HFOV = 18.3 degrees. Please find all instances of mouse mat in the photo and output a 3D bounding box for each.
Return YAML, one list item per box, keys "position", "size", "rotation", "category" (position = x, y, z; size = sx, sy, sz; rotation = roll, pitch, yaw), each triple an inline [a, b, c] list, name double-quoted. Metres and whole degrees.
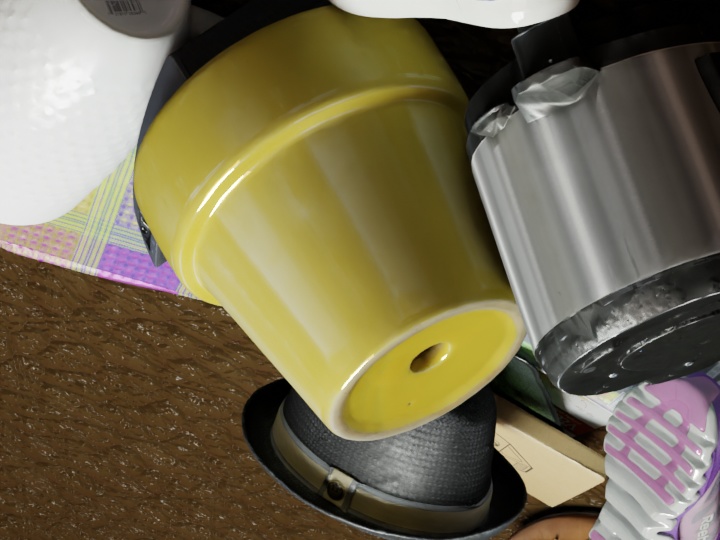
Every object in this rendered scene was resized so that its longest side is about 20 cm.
- position: [0.064, 0.062, 1.539]
  size: [0.160, 0.008, 0.200]
  rotation: [26, 168, 20]
  category: "mouse mat"

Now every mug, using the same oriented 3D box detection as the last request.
- position: [-0.163, -0.129, 1.369]
  size: [0.199, 0.149, 0.175]
  rotation: [6, 150, -35]
  category: "mug"

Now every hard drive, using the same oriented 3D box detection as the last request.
- position: [-0.080, -0.093, 1.366]
  size: [0.042, 0.135, 0.200]
  rotation: [45, 152, 14]
  category: "hard drive"

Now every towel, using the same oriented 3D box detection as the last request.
- position: [-0.158, -0.047, 1.526]
  size: [0.199, 0.023, 0.144]
  rotation: [15, 135, -11]
  category: "towel"

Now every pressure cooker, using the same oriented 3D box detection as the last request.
- position: [0.147, -0.053, 1.193]
  size: [0.177, 0.201, 0.176]
  rotation: [-12, 161, -18]
  category: "pressure cooker"

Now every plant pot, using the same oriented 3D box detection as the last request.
- position: [-0.002, -0.017, 1.271]
  size: [0.189, 0.200, 0.201]
  rotation: [58, 162, 26]
  category: "plant pot"

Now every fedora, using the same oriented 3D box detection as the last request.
- position: [0.024, 0.093, 1.467]
  size: [0.199, 0.201, 0.092]
  rotation: [20, 115, 6]
  category: "fedora"

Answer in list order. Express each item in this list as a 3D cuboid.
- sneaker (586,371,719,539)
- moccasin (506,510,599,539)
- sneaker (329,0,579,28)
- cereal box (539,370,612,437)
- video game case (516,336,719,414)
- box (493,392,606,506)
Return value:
- position: [0.207, 0.137, 1.448]
  size: [0.081, 0.088, 0.201]
  rotation: [48, 144, 36]
  category: "sneaker"
- position: [0.193, 0.236, 1.745]
  size: [0.200, 0.078, 0.074]
  rotation: [1, 144, 33]
  category: "moccasin"
- position: [0.033, -0.210, 1.171]
  size: [0.200, 0.080, 0.147]
  rotation: [19, 131, 52]
  category: "sneaker"
- position: [0.148, 0.044, 1.508]
  size: [0.144, 0.040, 0.200]
  rotation: [34, 148, -17]
  category: "cereal box"
- position: [0.172, 0.009, 1.389]
  size: [0.181, 0.023, 0.200]
  rotation: [31, 134, -14]
  category: "video game case"
- position: [0.075, 0.106, 1.619]
  size: [0.199, 0.021, 0.164]
  rotation: [31, 166, -1]
  category: "box"
